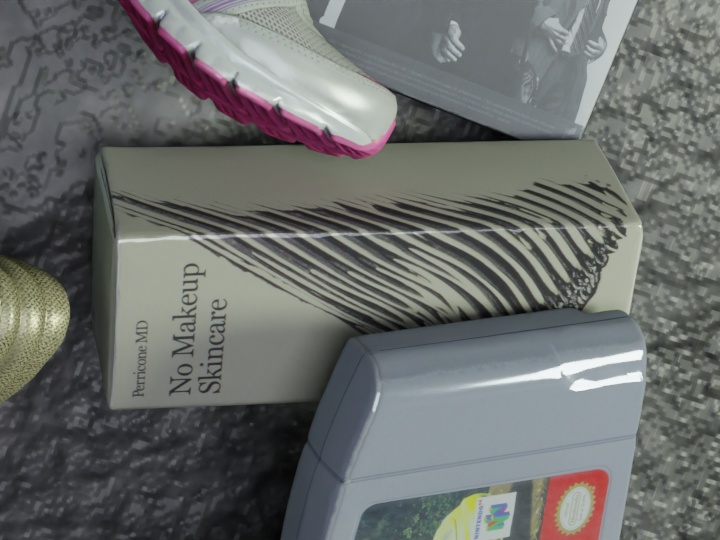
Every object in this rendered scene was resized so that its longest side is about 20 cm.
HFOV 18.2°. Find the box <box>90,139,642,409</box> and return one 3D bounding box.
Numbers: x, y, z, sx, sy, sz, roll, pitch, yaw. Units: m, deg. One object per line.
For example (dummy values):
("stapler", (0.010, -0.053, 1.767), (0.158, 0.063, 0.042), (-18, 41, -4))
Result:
("box", (0.000, 0.000, 0.849), (0.199, 0.069, 0.083), (-3, 124, -12))

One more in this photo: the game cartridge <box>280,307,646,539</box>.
("game cartridge", (0.033, 0.114, 0.841), (0.132, 0.041, 0.201), (-5, 117, -22))

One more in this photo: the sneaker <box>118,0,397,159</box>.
("sneaker", (-0.055, -0.123, 0.798), (0.200, 0.081, 0.088), (44, 85, -3))

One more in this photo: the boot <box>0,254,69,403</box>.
("boot", (-0.219, 0.028, 0.805), (0.155, 0.199, 0.073), (5, 72, -52))

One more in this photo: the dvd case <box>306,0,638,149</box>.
("dvd case", (0.052, -0.161, 0.856), (0.149, 0.025, 0.201), (20, 98, -16))
